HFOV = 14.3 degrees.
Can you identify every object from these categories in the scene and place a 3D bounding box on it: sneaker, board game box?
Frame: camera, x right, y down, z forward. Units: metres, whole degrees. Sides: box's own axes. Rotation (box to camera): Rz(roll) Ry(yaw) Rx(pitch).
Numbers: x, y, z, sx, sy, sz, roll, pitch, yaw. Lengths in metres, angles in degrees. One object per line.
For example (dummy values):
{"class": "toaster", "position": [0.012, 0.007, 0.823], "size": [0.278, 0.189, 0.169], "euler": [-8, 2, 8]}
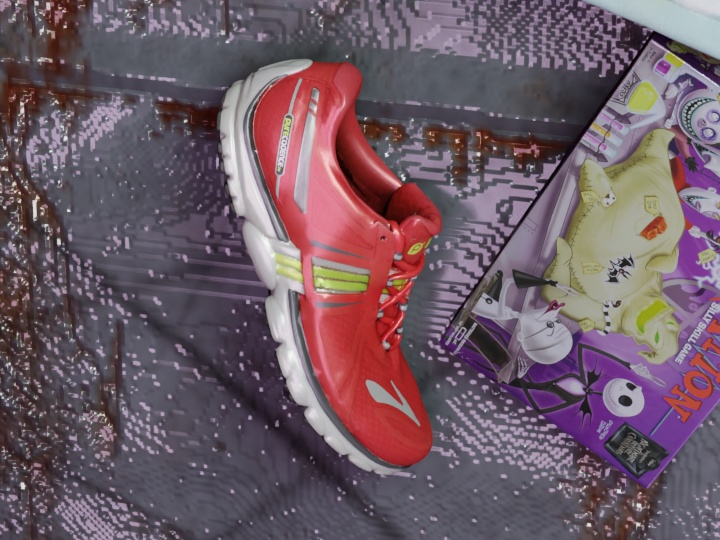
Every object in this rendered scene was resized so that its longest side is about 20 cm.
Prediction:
{"class": "sneaker", "position": [0.000, 0.000, 1.297], "size": [0.085, 0.077, 0.200], "euler": [-14, 107, 20]}
{"class": "board game box", "position": [0.130, -0.004, 1.261], "size": [0.120, 0.032, 0.200], "euler": [32, 128, -1]}

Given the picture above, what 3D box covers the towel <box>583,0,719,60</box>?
{"class": "towel", "position": [0.167, -0.170, 1.159], "size": [0.200, 0.048, 0.171], "euler": [25, 105, 15]}
